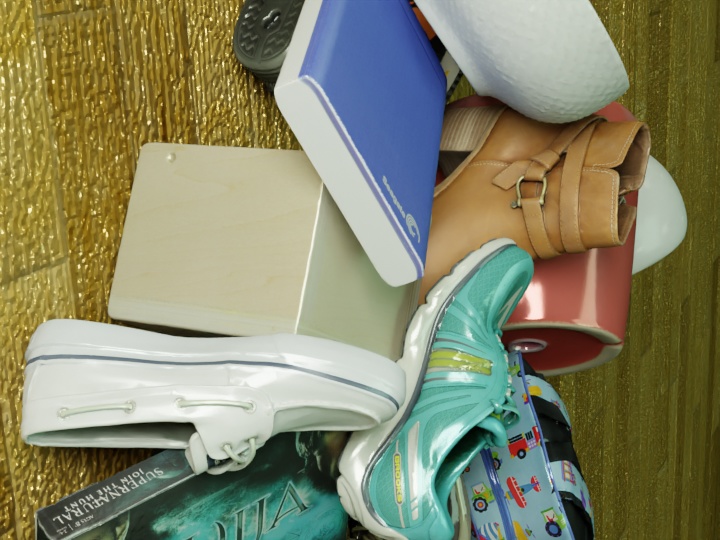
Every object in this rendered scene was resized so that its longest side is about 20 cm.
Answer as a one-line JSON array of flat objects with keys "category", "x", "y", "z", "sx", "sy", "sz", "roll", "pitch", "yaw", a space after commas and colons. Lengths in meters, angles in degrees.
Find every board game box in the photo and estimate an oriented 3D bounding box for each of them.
[{"category": "board game box", "x": -0.086, "y": 0.148, "z": 0.663, "sx": 0.199, "sy": 0.028, "sz": 0.137, "roll": -24, "pitch": 134, "yaw": -35}]

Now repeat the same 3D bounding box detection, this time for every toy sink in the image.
[{"category": "toy sink", "x": -0.037, "y": -0.001, "z": 0.725, "sx": 0.200, "sy": 0.129, "sz": 0.114, "roll": 26, "pitch": 73, "yaw": -60}]

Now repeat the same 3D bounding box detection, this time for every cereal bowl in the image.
[{"category": "cereal bowl", "x": 0.084, "y": -0.174, "z": 0.752, "sx": 0.201, "sy": 0.083, "sz": 0.200, "roll": 53, "pitch": 10, "yaw": -14}]

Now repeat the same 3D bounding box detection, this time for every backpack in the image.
[{"category": "backpack", "x": 0.106, "y": 0.165, "z": 0.896, "sx": 0.200, "sy": 0.133, "sz": 0.185, "roll": 66, "pitch": 11, "yaw": -62}]

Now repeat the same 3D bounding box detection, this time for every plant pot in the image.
[{"category": "plant pot", "x": 0.130, "y": -0.020, "z": 0.928, "sx": 0.200, "sy": 0.198, "sz": 0.180, "roll": 39, "pitch": 47, "yaw": -58}]

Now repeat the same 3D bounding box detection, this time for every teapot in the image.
[{"category": "teapot", "x": 0.218, "y": -0.071, "z": 1.161, "sx": 0.196, "sy": 0.199, "sz": 0.148, "roll": -31, "pitch": 103, "yaw": -36}]

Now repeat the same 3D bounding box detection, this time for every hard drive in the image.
[{"category": "hard drive", "x": 0.008, "y": -0.105, "z": 0.671, "sx": 0.133, "sy": 0.025, "sz": 0.201, "roll": 58, "pitch": 26, "yaw": -31}]

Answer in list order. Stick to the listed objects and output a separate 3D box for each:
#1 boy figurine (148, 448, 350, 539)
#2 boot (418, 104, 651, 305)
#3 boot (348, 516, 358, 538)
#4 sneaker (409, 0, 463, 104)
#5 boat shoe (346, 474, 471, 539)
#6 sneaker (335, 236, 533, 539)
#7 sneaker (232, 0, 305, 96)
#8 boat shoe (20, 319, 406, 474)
[{"category": "boy figurine", "x": -0.056, "y": 0.142, "z": 0.776, "sx": 0.125, "sy": 0.064, "sz": 0.200, "roll": -54, "pitch": 151, "yaw": 0}, {"category": "boot", "x": 0.107, "y": -0.021, "z": 0.797, "sx": 0.077, "sy": 0.154, "sz": 0.202, "roll": 46, "pitch": 59, "yaw": -51}, {"category": "boot", "x": 0.022, "y": 0.257, "z": 0.947, "sx": 0.168, "sy": 0.076, "sz": 0.203, "roll": 21, "pitch": 80, "yaw": -60}, {"category": "sneaker", "x": 0.044, "y": -0.184, "z": 0.886, "sx": 0.201, "sy": 0.089, "sz": 0.070, "roll": -65, "pitch": -175, "yaw": -35}, {"category": "boat shoe", "x": 0.030, "y": 0.198, "z": 0.818, "sx": 0.073, "sy": 0.074, "sz": 0.203, "roll": -9, "pitch": 98, "yaw": -36}, {"category": "sneaker", "x": 0.063, "y": 0.073, "z": 0.708, "sx": 0.201, "sy": 0.079, "sz": 0.078, "roll": -62, "pitch": 150, "yaw": -20}, {"category": "sneaker", "x": -0.012, "y": -0.194, "z": 0.793, "sx": 0.114, "sy": 0.075, "sz": 0.202, "roll": 47, "pitch": 57, "yaw": -57}, {"category": "boat shoe", "x": -0.076, "y": 0.074, "z": 0.607, "sx": 0.074, "sy": 0.197, "sz": 0.068, "roll": 94, "pitch": 1, "yaw": -63}]
